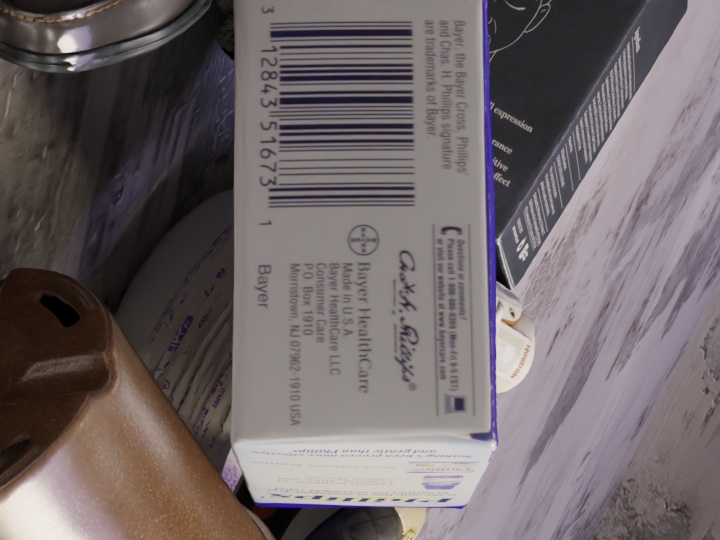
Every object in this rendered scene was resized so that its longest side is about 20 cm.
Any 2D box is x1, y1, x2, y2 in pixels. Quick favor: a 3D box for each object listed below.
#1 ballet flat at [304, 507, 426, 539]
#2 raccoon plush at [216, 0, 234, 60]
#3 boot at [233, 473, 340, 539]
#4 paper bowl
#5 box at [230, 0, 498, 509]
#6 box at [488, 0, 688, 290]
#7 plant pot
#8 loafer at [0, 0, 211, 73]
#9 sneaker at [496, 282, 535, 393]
[{"bbox_3d":[-0.024,0.176,0.857,0.200,0.057,0.067,-49,146,-33],"label":"ballet flat"},{"bbox_3d":[0.008,-0.167,0.889,0.134,0.096,0.201,-51,164,-48],"label":"raccoon plush"},{"bbox_3d":[-0.010,0.156,0.967,0.200,0.072,0.145,-52,132,-27],"label":"boot"},{"bbox_3d":[-0.063,0.037,1.016,0.201,0.104,0.201,-51,163,-23],"label":"paper bowl"},{"bbox_3d":[0.000,0.000,0.796,0.200,0.104,0.186,95,-5,-77],"label":"box"},{"bbox_3d":[0.071,-0.119,1.034,0.201,0.148,0.107,-57,165,-7],"label":"box"},{"bbox_3d":[-0.132,0.121,0.758,0.200,0.199,0.199,-48,132,-29],"label":"plant pot"},{"bbox_3d":[-0.079,-0.146,0.715,0.200,0.072,0.073,-55,158,-44],"label":"loafer"},{"bbox_3d":[0.053,0.021,0.987,0.073,0.084,0.200,-60,162,3],"label":"sneaker"}]
